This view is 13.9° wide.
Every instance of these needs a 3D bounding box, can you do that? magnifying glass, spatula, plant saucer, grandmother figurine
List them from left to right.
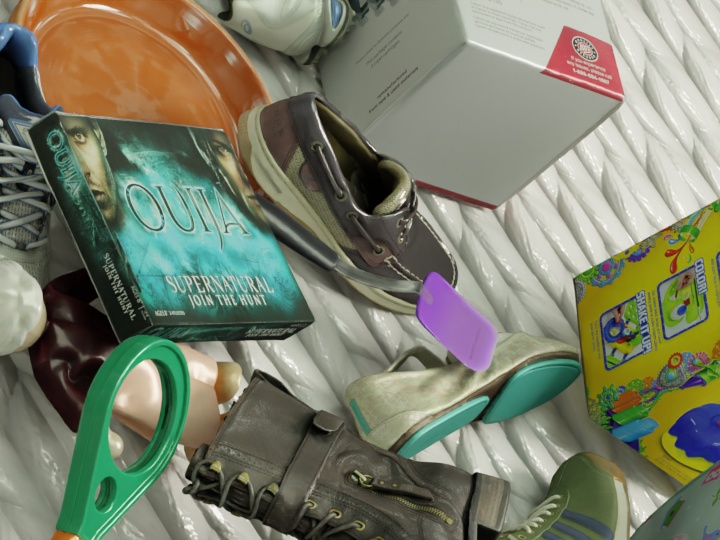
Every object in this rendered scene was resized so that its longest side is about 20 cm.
[{"bbox_3d":[-0.144,0.125,1.573,0.200,0.022,0.080,-66,149,-22],"label":"magnifying glass"},{"bbox_3d":[-0.148,0.050,1.641,0.200,0.061,0.121,31,33,-40],"label":"grandmother figurine"},{"bbox_3d":[-0.136,-0.100,1.830,0.200,0.032,0.201,26,44,-28],"label":"plant saucer"},{"bbox_3d":[0.000,0.000,1.822,0.200,0.021,0.057,29,36,-8],"label":"spatula"}]

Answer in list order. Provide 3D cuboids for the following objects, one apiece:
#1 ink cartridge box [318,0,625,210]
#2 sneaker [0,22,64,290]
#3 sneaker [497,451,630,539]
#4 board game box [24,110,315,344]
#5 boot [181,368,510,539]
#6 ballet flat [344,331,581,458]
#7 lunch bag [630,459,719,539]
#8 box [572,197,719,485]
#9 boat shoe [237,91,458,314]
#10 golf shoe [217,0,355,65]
[{"bbox_3d":[0.064,-0.174,1.993,0.145,0.145,0.200,16,49,-34],"label":"ink cartridge box"},{"bbox_3d":[-0.205,-0.057,1.683,0.077,0.085,0.200,12,52,-38],"label":"sneaker"},{"bbox_3d":[0.112,0.175,1.814,0.090,0.067,0.200,25,39,-16],"label":"sneaker"},{"bbox_3d":[-0.107,-0.023,1.701,0.135,0.028,0.200,64,22,12],"label":"board game box"},{"bbox_3d":[-0.016,0.145,1.616,0.174,0.069,0.200,22,33,-1],"label":"boot"},{"bbox_3d":[0.066,0.066,1.865,0.200,0.067,0.062,-17,62,-50],"label":"ballet flat"},{"bbox_3d":[0.218,0.206,1.814,0.077,0.160,0.200,38,37,-14],"label":"lunch bag"},{"bbox_3d":[0.279,0.053,1.947,0.200,0.192,0.122,34,39,-37],"label":"box"},{"bbox_3d":[0.004,-0.042,1.864,0.200,0.065,0.072,43,39,-33],"label":"boat shoe"},{"bbox_3d":[-0.065,-0.235,1.979,0.097,0.078,0.200,10,51,-32],"label":"golf shoe"}]
